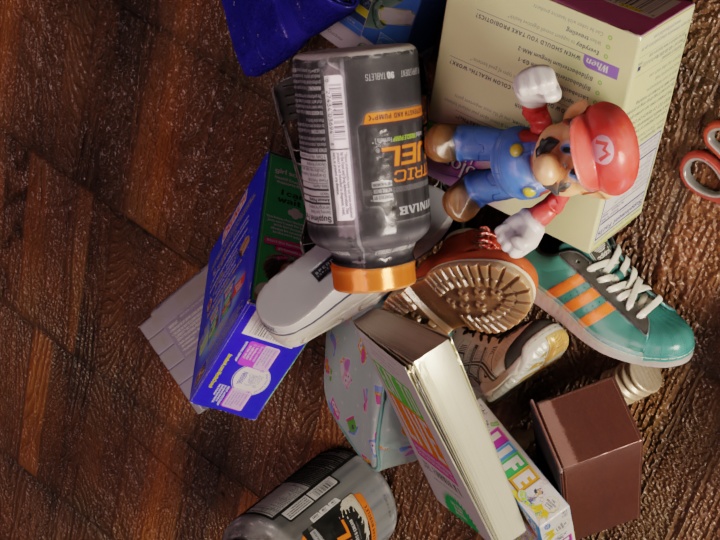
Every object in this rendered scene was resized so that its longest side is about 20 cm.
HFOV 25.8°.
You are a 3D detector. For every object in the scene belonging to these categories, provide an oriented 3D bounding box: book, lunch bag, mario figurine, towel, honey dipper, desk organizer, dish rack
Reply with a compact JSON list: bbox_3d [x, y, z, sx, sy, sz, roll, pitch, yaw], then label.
[{"bbox_3d":[0.069,0.136,1.385,0.134,0.048,0.201,28,147,63],"label":"book"},{"bbox_3d":[0.021,0.077,1.523,0.160,0.077,0.201,-128,37,-52],"label":"lunch bag"},{"bbox_3d":[0.125,-0.083,1.213,0.123,0.106,0.200,38,154,-31],"label":"mario figurine"},{"bbox_3d":[-0.075,-0.270,1.408,0.200,0.049,0.148,-25,74,60],"label":"towel"},{"bbox_3d":[0.199,0.129,1.459,0.038,0.038,0.200,56,138,1],"label":"honey dipper"},{"bbox_3d":[0.205,0.174,1.414,0.200,0.077,0.072,73,176,-61],"label":"desk organizer"},{"bbox_3d":[0.005,-0.103,1.404,0.153,0.055,0.200,-11,135,2],"label":"dish rack"}]

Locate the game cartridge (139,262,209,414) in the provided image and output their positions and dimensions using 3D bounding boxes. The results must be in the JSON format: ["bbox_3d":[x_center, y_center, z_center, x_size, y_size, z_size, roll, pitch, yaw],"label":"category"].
[{"bbox_3d":[-0.157,0.067,1.732,0.200,0.038,0.130,-35,85,46],"label":"game cartridge"}]

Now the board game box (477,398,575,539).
[{"bbox_3d":[0.148,0.219,1.461,0.135,0.034,0.200,50,169,31],"label":"board game box"}]

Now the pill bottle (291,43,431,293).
[{"bbox_3d":[0.003,-0.083,1.301,0.106,0.106,0.201,3,103,39],"label":"pill bottle"}]

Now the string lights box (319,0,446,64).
[{"bbox_3d":[0.034,-0.275,1.359,0.103,0.059,0.200,37,132,20],"label":"string lights box"}]

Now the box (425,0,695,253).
[{"bbox_3d":[0.158,-0.148,1.297,0.175,0.097,0.201,27,128,26],"label":"box"}]

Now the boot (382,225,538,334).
[{"bbox_3d":[0.101,-0.002,1.340,0.075,0.107,0.200,48,156,-14],"label":"boot"}]

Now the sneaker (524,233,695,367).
[{"bbox_3d":[0.205,0.009,1.361,0.200,0.071,0.080,32,135,25],"label":"sneaker"}]

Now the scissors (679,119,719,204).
[{"bbox_3d":[0.332,-0.031,1.270,0.200,0.014,0.073,54,134,6],"label":"scissors"}]

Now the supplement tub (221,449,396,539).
[{"bbox_3d":[-0.063,0.283,1.651,0.122,0.200,0.123,20,126,31],"label":"supplement tub"}]

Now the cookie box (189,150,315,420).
[{"bbox_3d":[-0.097,0.014,1.534,0.075,0.201,0.171,18,136,-16],"label":"cookie box"}]

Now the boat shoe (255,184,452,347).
[{"bbox_3d":[0.000,0.000,1.396,0.071,0.200,0.070,48,170,28],"label":"boat shoe"}]

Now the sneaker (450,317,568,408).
[{"bbox_3d":[0.119,0.073,1.441,0.088,0.075,0.200,60,155,8],"label":"sneaker"}]
